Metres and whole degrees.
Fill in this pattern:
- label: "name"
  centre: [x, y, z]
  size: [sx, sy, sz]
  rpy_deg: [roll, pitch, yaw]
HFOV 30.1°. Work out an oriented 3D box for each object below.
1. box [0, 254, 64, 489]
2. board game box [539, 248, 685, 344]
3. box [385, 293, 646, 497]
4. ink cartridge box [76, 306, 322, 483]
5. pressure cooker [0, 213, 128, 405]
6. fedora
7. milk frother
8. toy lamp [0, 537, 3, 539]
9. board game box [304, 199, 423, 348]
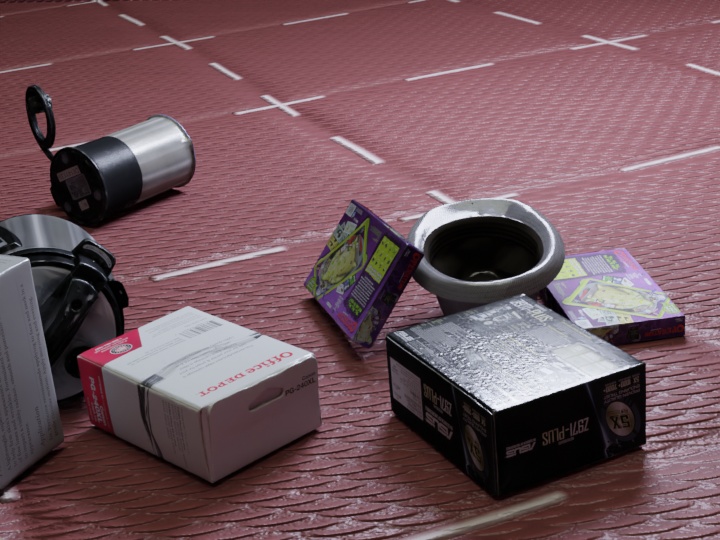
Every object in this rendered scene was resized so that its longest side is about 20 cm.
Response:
- label: "box"
  centre: [-0.408, 0.092, 1.263]
  size: [0.199, 0.200, 0.131]
  rpy_deg: [6, 24, 27]
- label: "board game box"
  centre: [0.272, 0.029, 1.500]
  size: [0.120, 0.032, 0.200]
  rpy_deg: [-11, 23, -3]
- label: "box"
  centre: [0.140, 0.109, 1.248]
  size: [0.163, 0.086, 0.200]
  rpy_deg: [-15, 24, -24]
- label: "ink cartridge box"
  centre: [-0.155, 0.116, 1.303]
  size: [0.145, 0.084, 0.200]
  rpy_deg: [-24, 29, -39]
- label: "pressure cooker"
  centre: [-0.334, 0.044, 1.402]
  size: [0.178, 0.177, 0.200]
  rpy_deg: [-8, 23, -14]
- label: "fedora"
  centre: [0.140, 0.006, 1.500]
  size: [0.176, 0.091, 0.200]
  rpy_deg: [-10, 31, -6]
- label: "milk frother"
  centre: [-0.377, -0.191, 1.970]
  size: [0.180, 0.201, 0.188]
  rpy_deg: [7, 24, 37]
- label: "toy lamp"
  centre: [-0.296, 0.230, 1.089]
  size: [0.058, 0.058, 0.200]
  rpy_deg: [-19, 25, -31]
- label: "board game box"
  centre: [0.000, 0.000, 1.509]
  size: [0.032, 0.120, 0.200]
  rpy_deg: [32, 5, -24]
